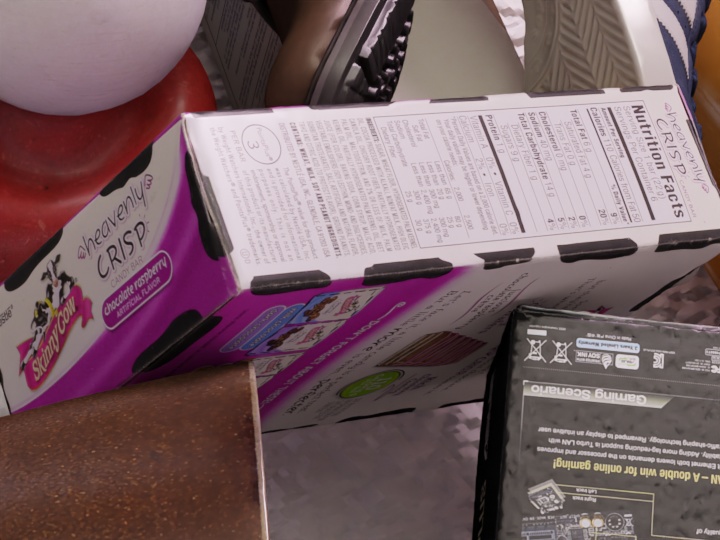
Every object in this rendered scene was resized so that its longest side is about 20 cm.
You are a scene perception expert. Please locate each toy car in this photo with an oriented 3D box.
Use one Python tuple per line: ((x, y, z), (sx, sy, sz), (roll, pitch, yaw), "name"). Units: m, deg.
((-0.121, -0.082, 0.928), (0.176, 0.200, 0.185), (-3, 51, -20), "toy car")

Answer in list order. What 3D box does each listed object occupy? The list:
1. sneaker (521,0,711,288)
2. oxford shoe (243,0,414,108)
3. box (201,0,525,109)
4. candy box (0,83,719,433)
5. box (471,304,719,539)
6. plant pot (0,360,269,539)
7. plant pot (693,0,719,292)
((0.100, -0.095, 0.964), (0.084, 0.075, 0.201), (-11, 85, -33), "sneaker")
((-0.020, -0.103, 0.948), (0.084, 0.073, 0.200), (11, 36, -3), "oxford shoe")
((-0.006, -0.096, 1.050), (0.077, 0.095, 0.201), (-6, 54, -22), "box")
((0.000, 0.000, 0.875), (0.199, 0.136, 0.061), (-5, 68, -38), "candy box")
((0.135, 0.108, 0.867), (0.199, 0.086, 0.165), (5, 72, -2), "box")
((-0.122, 0.127, 0.783), (0.199, 0.187, 0.187), (-4, 50, -3), "plant pot")
((0.189, -0.048, 1.019), (0.199, 0.201, 0.183), (-14, 40, -27), "plant pot")
